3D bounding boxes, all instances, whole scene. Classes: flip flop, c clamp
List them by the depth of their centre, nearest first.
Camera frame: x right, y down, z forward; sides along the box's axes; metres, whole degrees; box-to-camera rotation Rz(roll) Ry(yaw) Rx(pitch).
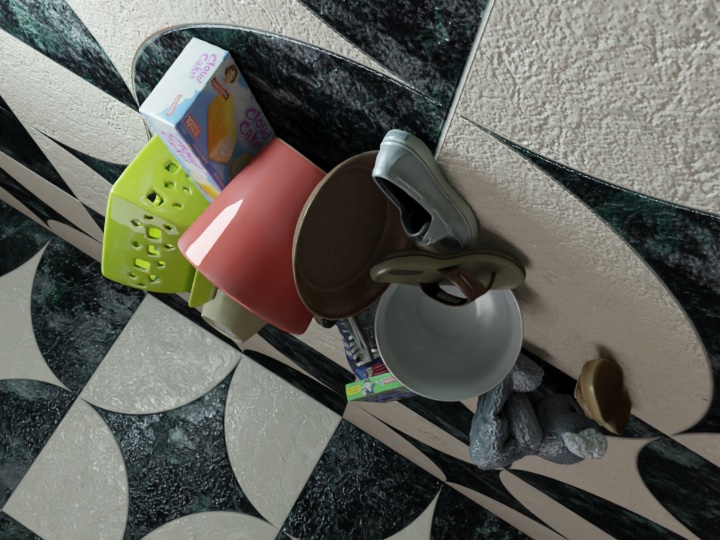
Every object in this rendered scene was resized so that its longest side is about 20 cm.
[{"bbox_3d":[0.105,0.013,0.886,0.195,0.059,0.081,3,153,-22],"label":"flip flop"},{"bbox_3d":[-0.030,0.058,1.213,0.200,0.027,0.174,-132,19,-65],"label":"c clamp"}]

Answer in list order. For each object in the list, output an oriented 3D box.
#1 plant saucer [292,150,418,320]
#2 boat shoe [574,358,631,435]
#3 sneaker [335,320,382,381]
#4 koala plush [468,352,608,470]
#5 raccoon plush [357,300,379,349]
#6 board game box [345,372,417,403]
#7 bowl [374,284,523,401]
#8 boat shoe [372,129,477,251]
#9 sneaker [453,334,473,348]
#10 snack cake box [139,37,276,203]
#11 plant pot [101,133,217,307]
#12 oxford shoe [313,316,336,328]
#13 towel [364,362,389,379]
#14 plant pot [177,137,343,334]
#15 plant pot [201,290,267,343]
[{"bbox_3d":[-0.011,-0.043,0.860,0.036,0.202,0.201,28,165,39],"label":"plant saucer"},{"bbox_3d":[0.335,0.179,1.061,0.064,0.072,0.200,18,159,36],"label":"boat shoe"},{"bbox_3d":[-0.007,0.114,1.351,0.147,0.079,0.204,61,-172,-69],"label":"sneaker"},{"bbox_3d":[0.285,0.248,1.187,0.195,0.188,0.178,18,170,2],"label":"koala plush"},{"bbox_3d":[0.050,0.074,1.256,0.132,0.098,0.200,4,149,43],"label":"raccoon plush"},{"bbox_3d":[0.091,0.188,1.258,0.196,0.030,0.134,-19,159,27],"label":"board game box"},{"bbox_3d":[0.119,0.066,1.015,0.199,0.203,0.091,33,-163,-5],"label":"bowl"},{"bbox_3d":[0.070,-0.071,0.850,0.069,0.072,0.201,15,157,41],"label":"boat shoe"},{"bbox_3d":[0.135,0.068,1.136,0.198,0.079,0.085,30,173,42],"label":"sneaker"},{"bbox_3d":[-0.179,-0.173,0.943,0.066,0.116,0.201,25,162,27],"label":"snack cake box"},{"bbox_3d":[-0.272,-0.077,1.163,0.178,0.201,0.201,26,137,-3],"label":"plant pot"},{"bbox_3d":[-0.076,-0.013,1.098,0.083,0.205,0.072,-10,-176,33],"label":"oxford shoe"},{"bbox_3d":[0.115,0.152,1.247,0.142,0.023,0.199,6,156,-38],"label":"towel"},{"bbox_3d":[-0.098,-0.050,0.922,0.199,0.179,0.200,36,-177,-2],"label":"plant pot"},{"bbox_3d":[-0.202,0.024,1.380,0.184,0.202,0.188,28,162,10],"label":"plant pot"}]
